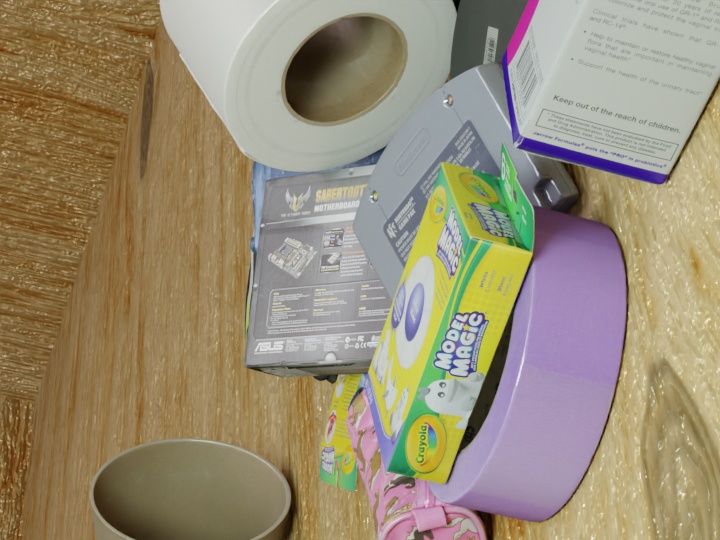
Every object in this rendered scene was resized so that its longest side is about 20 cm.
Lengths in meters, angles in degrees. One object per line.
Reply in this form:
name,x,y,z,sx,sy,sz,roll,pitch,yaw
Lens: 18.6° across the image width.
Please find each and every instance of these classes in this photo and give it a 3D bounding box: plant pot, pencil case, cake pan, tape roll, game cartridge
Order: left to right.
plant pot,-0.165,0.293,2.094,0.187,0.187,0.200,-101,14,-60
tape roll,-0.040,-0.196,1.726,0.139,0.202,0.203,56,135,40
pencil case,0.039,0.150,1.567,0.083,0.087,0.200,-39,26,14
game cartridge,0.068,-0.050,1.564,0.133,0.041,0.200,58,139,18
cake pan,0.110,-0.157,1.597,0.200,0.037,0.201,-176,90,-73
tape roll,0.103,0.059,1.429,0.200,0.065,0.201,-166,90,-76

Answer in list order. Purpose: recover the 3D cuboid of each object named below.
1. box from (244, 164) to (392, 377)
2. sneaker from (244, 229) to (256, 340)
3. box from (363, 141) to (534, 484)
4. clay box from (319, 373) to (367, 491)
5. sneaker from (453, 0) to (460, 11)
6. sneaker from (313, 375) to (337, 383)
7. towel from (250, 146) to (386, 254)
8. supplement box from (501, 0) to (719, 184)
box,0.000,0.000,1.720,0.200,0.048,0.159,-6,72,43
sneaker,-0.086,0.000,2.226,0.083,0.072,0.201,-178,101,-77
box,0.058,0.022,1.413,0.117,0.048,0.200,-106,34,-63
clay box,0.019,0.080,1.778,0.115,0.047,0.201,-178,101,-74
sneaker,0.114,-0.277,1.682,0.200,0.077,0.086,122,160,-52
sneaker,-0.040,0.001,1.987,0.071,0.098,0.201,141,139,-65
towel,-0.006,-0.074,1.822,0.200,0.048,0.112,-17,64,38
supplement box,0.168,-0.166,1.305,0.101,0.103,0.200,-92,19,-50
